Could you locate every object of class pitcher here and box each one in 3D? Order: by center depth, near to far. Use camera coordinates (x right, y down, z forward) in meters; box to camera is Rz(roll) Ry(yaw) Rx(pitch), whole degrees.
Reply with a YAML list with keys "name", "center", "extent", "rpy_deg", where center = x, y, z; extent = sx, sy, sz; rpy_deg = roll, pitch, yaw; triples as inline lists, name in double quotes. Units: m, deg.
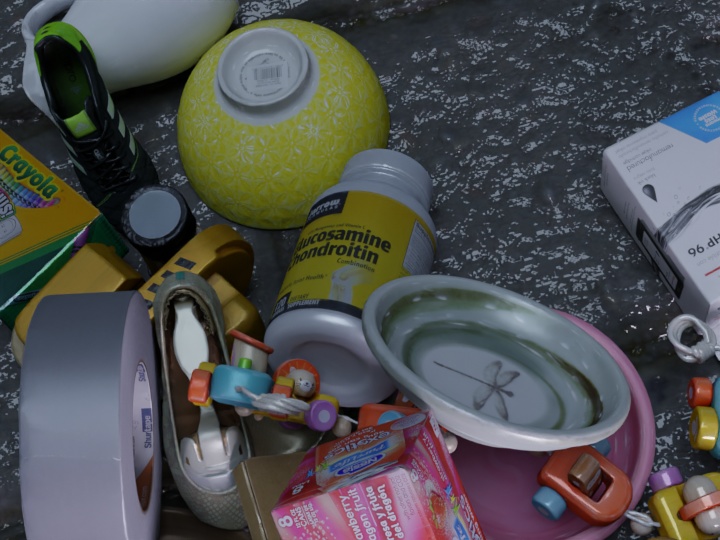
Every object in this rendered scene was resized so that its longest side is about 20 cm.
- name: "pitcher"
  center: [-0.224, -0.239, 1.147]
  extent: [0.199, 0.121, 0.172]
  rpy_deg: [-33, 52, 5]

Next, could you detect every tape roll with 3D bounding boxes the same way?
- name: "tape roll"
  center: [-0.181, 0.116, 0.848]
  extent: [0.065, 0.201, 0.202]
  rpy_deg: [-3, 65, -1]

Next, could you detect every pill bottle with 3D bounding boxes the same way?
- name: "pill bottle"
  center: [0.000, 0.000, 0.987]
  extent: [0.111, 0.113, 0.201]
  rpy_deg: [8, 50, 11]

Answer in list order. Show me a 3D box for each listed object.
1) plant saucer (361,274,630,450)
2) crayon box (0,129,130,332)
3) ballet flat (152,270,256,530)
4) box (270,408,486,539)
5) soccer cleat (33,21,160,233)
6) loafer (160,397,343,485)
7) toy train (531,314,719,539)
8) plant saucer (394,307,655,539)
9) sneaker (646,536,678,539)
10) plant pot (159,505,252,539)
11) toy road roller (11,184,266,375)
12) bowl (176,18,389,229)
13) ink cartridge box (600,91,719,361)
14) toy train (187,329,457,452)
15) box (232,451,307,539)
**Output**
- name: "plant saucer"
  center: [0.090, 0.074, 0.875]
  extent: [0.198, 0.051, 0.201]
  rpy_deg: [16, 26, -8]
- name: "crayon box"
  center: [-0.305, -0.037, 1.064]
  extent: [0.119, 0.058, 0.199]
  rpy_deg: [-45, 53, -14]
- name: "ballet flat"
  center: [-0.119, 0.101, 0.911]
  extent: [0.067, 0.062, 0.202]
  rpy_deg: [-14, 93, -7]
- name: "box"
  center: [0.032, 0.204, 0.775]
  extent: [0.095, 0.100, 0.202]
  rpy_deg: [-20, 99, 17]
- name: "soccer cleat"
  center: [-0.229, -0.114, 1.055]
  extent: [0.067, 0.081, 0.202]
  rpy_deg: [-22, 105, 4]
- name: "loafer"
  center: [-0.111, 0.132, 0.977]
  extent: [0.198, 0.068, 0.077]
  rpy_deg: [-11, 64, 3]
- name: "toy train"
  center: [0.224, 0.121, 0.884]
  extent: [0.150, 0.056, 0.200]
  rpy_deg: [42, 72, 14]
- name: "plant saucer"
  center: [0.124, 0.127, 0.951]
  extent: [0.198, 0.051, 0.203]
  rpy_deg: [-1, 66, 2]
- name: "sneaker"
  center: [0.176, 0.272, 0.780]
  extent: [0.087, 0.075, 0.201]
  rpy_deg: [26, 85, 41]
- name: "plant pot"
  center: [-0.159, 0.262, 0.887]
  extent: [0.198, 0.094, 0.201]
  rpy_deg: [4, 22, -2]
- name: "toy road roller"
  center: [-0.164, 0.044, 0.995]
  extent: [0.146, 0.123, 0.200]
  rpy_deg: [39, 75, 20]
- name: "bowl"
  center: [-0.076, -0.149, 1.081]
  extent: [0.198, 0.108, 0.202]
  rpy_deg: [-3, 65, 6]
- name: "ink cartridge box"
  center: [0.295, -0.032, 0.997]
  extent: [0.115, 0.068, 0.201]
  rpy_deg: [-27, 65, -5]
- name: "toy train"
  center: [-0.026, 0.084, 0.868]
  extent: [0.149, 0.199, 0.056]
  rpy_deg: [2, 76, 38]
- name: "box"
  center: [0.006, 0.224, 0.895]
  extent: [0.162, 0.021, 0.201]
  rpy_deg: [0, 57, -36]
